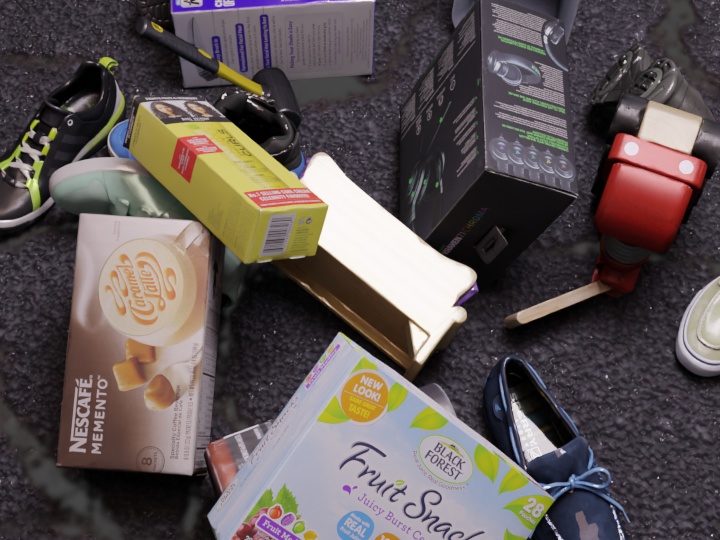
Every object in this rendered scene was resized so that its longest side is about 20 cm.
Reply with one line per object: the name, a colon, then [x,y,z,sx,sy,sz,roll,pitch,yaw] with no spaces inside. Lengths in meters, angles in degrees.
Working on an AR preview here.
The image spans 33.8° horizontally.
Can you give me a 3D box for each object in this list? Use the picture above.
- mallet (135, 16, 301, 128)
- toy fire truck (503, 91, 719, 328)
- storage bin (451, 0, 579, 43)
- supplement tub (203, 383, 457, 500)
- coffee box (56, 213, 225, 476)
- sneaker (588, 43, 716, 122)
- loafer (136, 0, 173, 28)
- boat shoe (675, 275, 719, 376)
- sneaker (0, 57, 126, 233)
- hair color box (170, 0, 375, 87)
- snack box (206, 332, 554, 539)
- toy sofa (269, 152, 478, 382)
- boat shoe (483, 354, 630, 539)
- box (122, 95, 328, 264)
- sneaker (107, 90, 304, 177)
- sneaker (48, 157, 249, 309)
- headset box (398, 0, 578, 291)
mallet: [-0.134,-0.196,1.120,0.041,0.199,0.066,-38,45,23]
toy fire truck: [0.218,-0.032,1.032,0.127,0.176,0.203,20,75,10]
storage bin: [0.166,-0.344,1.203,0.143,0.202,0.135,14,49,8]
supplement tub: [-0.018,0.156,0.945,0.197,0.108,0.108,-19,61,-12]
coffee box: [-0.177,0.062,0.973,0.112,0.080,0.204,4,82,2]
sneaker: [0.277,-0.155,1.121,0.090,0.200,0.076,39,105,-14]
loafer: [-0.139,-0.307,1.233,0.197,0.074,0.071,-9,37,-16]
boat shoe: [0.355,0.013,1.061,0.072,0.062,0.200,40,66,20]
sneaker: [-0.299,-0.128,1.120,0.071,0.083,0.201,27,63,15]
hair color box: [-0.086,-0.245,1.179,0.196,0.110,0.066,-6,59,-5]
snack box: [0.016,0.173,0.866,0.199,0.068,0.170,38,89,-23]
toy sofa: [0.000,0.000,1.029,0.199,0.083,0.098,38,67,6]
boat shoe: [0.152,0.162,0.966,0.083,0.069,0.201,-27,64,-16]
box: [-0.114,-0.079,0.970,0.074,0.051,0.200,-6,36,-40]
sneaker: [-0.147,-0.128,1.107,0.197,0.112,0.078,16,60,9]
sneaker: [-0.193,-0.027,1.062,0.197,0.074,0.120,12,60,-2]
headset box: [0.107,-0.104,1.051,0.091,0.174,0.203,13,56,-18]
